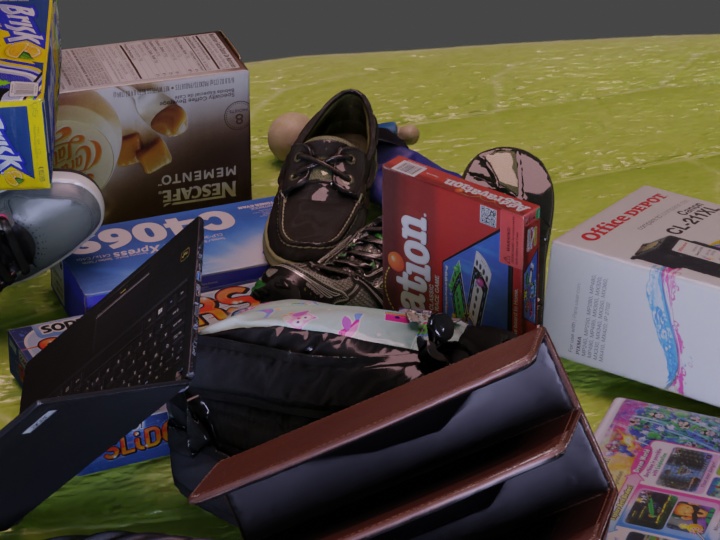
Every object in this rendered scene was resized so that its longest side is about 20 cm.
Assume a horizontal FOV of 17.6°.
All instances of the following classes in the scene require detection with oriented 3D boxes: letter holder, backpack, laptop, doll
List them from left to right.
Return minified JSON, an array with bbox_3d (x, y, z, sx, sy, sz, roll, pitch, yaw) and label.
[{"bbox_3d":[-0.183,0.064,1.317,0.103,0.177,0.200,32,38,-29],"label":"laptop"},{"bbox_3d":[-0.011,0.092,1.337,0.200,0.167,0.127,10,6,21],"label":"backpack"},{"bbox_3d":[0.001,-0.076,1.734,0.136,0.049,0.200,-22,36,-37],"label":"doll"},{"bbox_3d":[0.018,0.122,1.188,0.200,0.101,0.142,-23,4,12],"label":"letter holder"}]

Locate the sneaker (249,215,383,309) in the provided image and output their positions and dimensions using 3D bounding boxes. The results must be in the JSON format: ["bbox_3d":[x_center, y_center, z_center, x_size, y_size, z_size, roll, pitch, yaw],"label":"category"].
[{"bbox_3d":[0.000,0.000,1.487,0.078,0.085,0.200,31,18,23],"label":"sneaker"}]

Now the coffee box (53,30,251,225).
[{"bbox_3d":[-0.186,-0.099,1.708,0.200,0.115,0.080,-8,30,-18],"label":"coffee box"}]

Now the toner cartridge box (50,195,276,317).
[{"bbox_3d":[-0.107,-0.004,1.605,0.200,0.043,0.095,-11,32,-20],"label":"toner cartridge box"}]

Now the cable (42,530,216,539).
[{"bbox_3d":[-0.148,0.197,1.244,0.200,0.051,0.163,-22,31,-31],"label":"cable"}]

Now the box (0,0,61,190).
[{"bbox_3d":[-0.238,-0.129,1.574,0.064,0.070,0.200,-3,31,-3],"label":"box"}]

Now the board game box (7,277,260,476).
[{"bbox_3d":[-0.110,0.063,1.491,0.200,0.035,0.135,-12,31,-23],"label":"board game box"}]

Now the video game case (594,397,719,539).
[{"bbox_3d":[0.206,0.147,1.354,0.182,0.024,0.200,11,31,19],"label":"video game case"}]

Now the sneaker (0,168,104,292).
[{"bbox_3d":[-0.258,0.008,1.510,0.200,0.084,0.121,-24,31,4],"label":"sneaker"}]

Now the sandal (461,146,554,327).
[{"bbox_3d":[0.080,0.019,1.480,0.080,0.057,0.201,18,68,-2],"label":"sandal"}]

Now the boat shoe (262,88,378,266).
[{"bbox_3d":[-0.025,-0.063,1.601,0.072,0.066,0.201,5,29,7],"label":"boat shoe"}]

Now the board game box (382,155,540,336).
[{"bbox_3d":[0.057,0.038,1.366,0.103,0.200,0.019,22,37,35],"label":"board game box"}]

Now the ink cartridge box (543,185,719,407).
[{"bbox_3d":[0.236,0.022,1.505,0.200,0.083,0.146,17,26,28],"label":"ink cartridge box"}]
